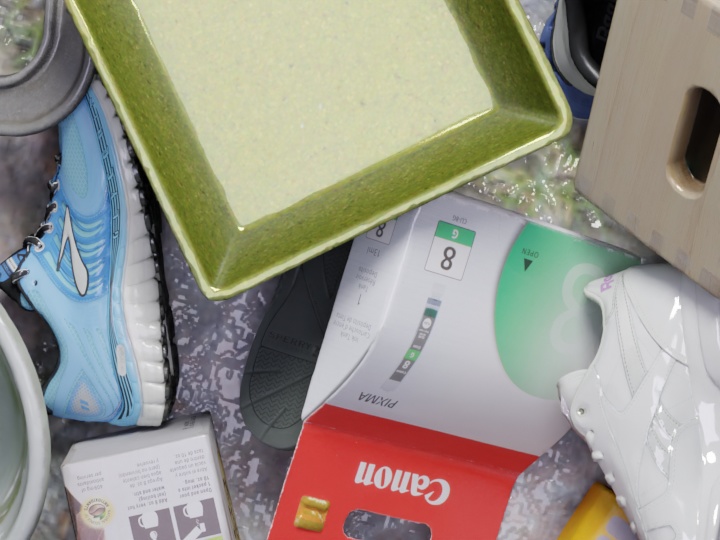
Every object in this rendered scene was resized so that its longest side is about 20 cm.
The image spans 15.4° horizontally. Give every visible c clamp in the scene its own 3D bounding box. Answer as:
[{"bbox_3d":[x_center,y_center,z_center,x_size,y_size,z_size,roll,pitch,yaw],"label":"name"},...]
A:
[{"bbox_3d":[-0.207,-0.147,1.368,0.170,0.027,0.201,10,89,23],"label":"c clamp"}]

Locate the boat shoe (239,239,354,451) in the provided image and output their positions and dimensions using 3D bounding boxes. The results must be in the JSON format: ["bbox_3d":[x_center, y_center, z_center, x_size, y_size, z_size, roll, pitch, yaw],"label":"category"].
[{"bbox_3d":[0.001,0.001,1.399,0.074,0.065,0.203,18,88,34],"label":"boat shoe"}]

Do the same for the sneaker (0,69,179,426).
[{"bbox_3d":[-0.149,-0.015,1.381,0.090,0.078,0.201,-7,93,1],"label":"sneaker"}]

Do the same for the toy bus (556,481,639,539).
[{"bbox_3d":[0.126,0.183,1.409,0.078,0.065,0.200,33,91,-1],"label":"toy bus"}]

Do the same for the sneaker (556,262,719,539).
[{"bbox_3d":[0.151,0.094,1.355,0.099,0.075,0.201,-2,81,20],"label":"sneaker"}]

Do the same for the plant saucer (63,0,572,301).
[{"bbox_3d":[-0.026,-0.115,1.306,0.199,0.048,0.201,-25,89,0],"label":"plant saucer"}]

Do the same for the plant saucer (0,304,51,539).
[{"bbox_3d":[-0.230,0.068,1.369,0.199,0.050,0.201,10,110,28],"label":"plant saucer"}]

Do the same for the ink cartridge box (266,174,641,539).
[{"bbox_3d":[0.049,0.065,1.368,0.161,0.050,0.201,16,90,-40],"label":"ink cartridge box"}]

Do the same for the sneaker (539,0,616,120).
[{"bbox_3d":[0.144,-0.175,1.366,0.080,0.115,0.200,9,92,-4],"label":"sneaker"}]

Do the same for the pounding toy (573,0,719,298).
[{"bbox_3d":[0.225,-0.079,1.326,0.184,0.200,0.142,-30,56,-34],"label":"pounding toy"}]

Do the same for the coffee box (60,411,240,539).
[{"bbox_3d":[-0.093,0.183,1.374,0.080,0.113,0.201,-13,93,-2],"label":"coffee box"}]
